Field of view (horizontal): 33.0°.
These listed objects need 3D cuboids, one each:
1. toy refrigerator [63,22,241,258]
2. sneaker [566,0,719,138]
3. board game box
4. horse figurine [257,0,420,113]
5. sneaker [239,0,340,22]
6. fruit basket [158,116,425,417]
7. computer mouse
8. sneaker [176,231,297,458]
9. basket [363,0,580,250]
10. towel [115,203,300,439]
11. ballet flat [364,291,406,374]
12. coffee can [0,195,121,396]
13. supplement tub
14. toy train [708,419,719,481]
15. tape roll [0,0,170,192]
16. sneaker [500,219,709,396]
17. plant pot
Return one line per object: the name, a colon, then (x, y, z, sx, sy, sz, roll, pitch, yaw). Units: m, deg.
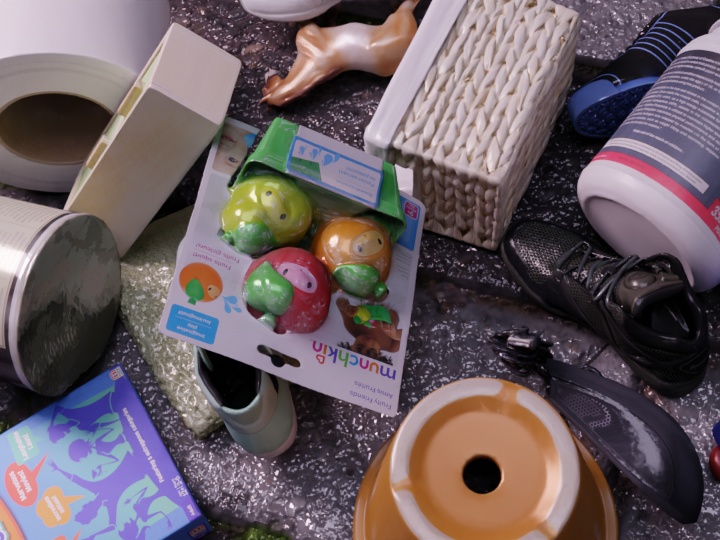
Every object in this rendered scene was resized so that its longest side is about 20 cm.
toy refrigerator: (-0.176, -0.101, 0.983, 0.069, 0.200, 0.077, 28, 48, -19)
sneaker: (0.263, -0.184, 1.083, 0.197, 0.070, 0.079, -20, 59, -12)
board game box: (-0.238, 0.190, 0.956, 0.198, 0.045, 0.153, -32, 64, -9)
horse figurine: (0.001, -0.220, 1.138, 0.197, 0.050, 0.134, -4, 55, 7)
sneaker: (-0.021, -0.289, 1.118, 0.197, 0.081, 0.071, -15, 50, 3)
fruit basket: (-0.039, -0.010, 0.898, 0.183, 0.094, 0.202, 22, 48, -14)
computer mouse: (0.188, 0.104, 0.914, 0.200, 0.138, 0.053, 44, 97, 14)
sneaker: (-0.102, 0.035, 0.938, 0.073, 0.119, 0.202, -22, 65, -2)
basket: (0.098, -0.137, 1.037, 0.122, 0.136, 0.202, 21, 67, 14)
towel: (-0.128, 0.031, 1.031, 0.147, 0.037, 0.201, -30, 64, -8)
ballet flat: (0.000, 0.000, 1.014, 0.067, 0.068, 0.202, -14, 62, -11)
coffee can: (-0.317, 0.008, 0.989, 0.197, 0.147, 0.148, 12, 64, 19)
supplement tub: (0.283, -0.097, 0.980, 0.140, 0.141, 0.201, 37, 80, 22)
toy train: (0.350, 0.181, 0.883, 0.114, 0.085, 0.202, -14, 61, -16)
tape roll: (-0.263, -0.179, 1.060, 0.199, 0.203, 0.141, -9, 62, 1)
sneaker: (0.196, 0.007, 0.966, 0.076, 0.115, 0.199, -40, 64, -16)
plant pot: (0.086, 0.167, 0.854, 0.197, 0.184, 0.203, -3, 62, 5)
